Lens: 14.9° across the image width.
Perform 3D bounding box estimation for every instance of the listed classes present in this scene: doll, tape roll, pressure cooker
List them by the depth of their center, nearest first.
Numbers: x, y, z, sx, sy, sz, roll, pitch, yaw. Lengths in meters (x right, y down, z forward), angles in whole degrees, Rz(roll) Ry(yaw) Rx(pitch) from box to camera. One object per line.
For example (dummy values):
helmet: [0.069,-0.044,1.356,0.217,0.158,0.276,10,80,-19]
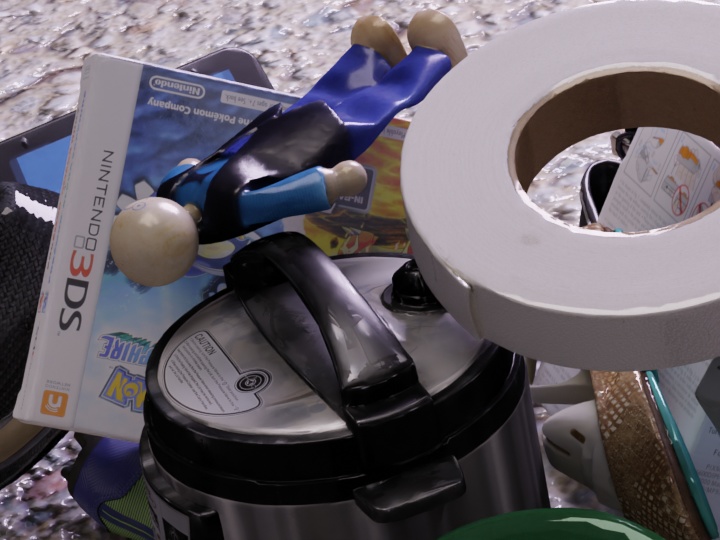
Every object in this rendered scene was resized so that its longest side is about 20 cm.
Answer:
tape roll: [0.117,-0.040,1.186,0.203,0.037,0.203,-6,46,6]
pressure cooker: [-0.006,0.081,1.229,0.176,0.200,0.179,5,33,26]
doll: [-0.040,-0.051,1.262,0.136,0.048,0.200,0,31,47]

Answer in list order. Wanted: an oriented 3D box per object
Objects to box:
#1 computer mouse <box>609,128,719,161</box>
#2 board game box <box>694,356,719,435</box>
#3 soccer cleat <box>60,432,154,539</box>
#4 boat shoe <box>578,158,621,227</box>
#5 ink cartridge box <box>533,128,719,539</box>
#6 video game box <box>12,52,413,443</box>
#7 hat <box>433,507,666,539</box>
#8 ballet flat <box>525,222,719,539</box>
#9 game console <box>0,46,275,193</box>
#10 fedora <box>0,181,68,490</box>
computer mouse: [0.216,-0.029,1.442,0.138,0.053,0.200,24,5,25]
board game box: [0.242,0.021,1.231,0.064,0.148,0.200,13,63,38]
soccer cleat: [-0.067,0.081,1.420,0.084,0.065,0.200,38,43,17]
boat shoe: [0.164,-0.004,1.467,0.070,0.066,0.200,-15,28,-7]
ink cartridge box: [0.161,0.009,1.313,0.047,0.200,0.160,14,18,-24]
video game box: [-0.054,0.003,1.345,0.200,0.182,0.047,11,-1,-13]
hat: [0.107,0.200,1.153,0.200,0.176,0.166,-10,64,19]
ballet flat: [0.110,0.060,1.252,0.065,0.071,0.200,-17,39,5]
game console: [-0.092,-0.033,1.552,0.200,0.118,0.171,-26,23,-25]
fedora: [-0.191,0.020,1.420,0.201,0.092,0.201,-42,30,31]
